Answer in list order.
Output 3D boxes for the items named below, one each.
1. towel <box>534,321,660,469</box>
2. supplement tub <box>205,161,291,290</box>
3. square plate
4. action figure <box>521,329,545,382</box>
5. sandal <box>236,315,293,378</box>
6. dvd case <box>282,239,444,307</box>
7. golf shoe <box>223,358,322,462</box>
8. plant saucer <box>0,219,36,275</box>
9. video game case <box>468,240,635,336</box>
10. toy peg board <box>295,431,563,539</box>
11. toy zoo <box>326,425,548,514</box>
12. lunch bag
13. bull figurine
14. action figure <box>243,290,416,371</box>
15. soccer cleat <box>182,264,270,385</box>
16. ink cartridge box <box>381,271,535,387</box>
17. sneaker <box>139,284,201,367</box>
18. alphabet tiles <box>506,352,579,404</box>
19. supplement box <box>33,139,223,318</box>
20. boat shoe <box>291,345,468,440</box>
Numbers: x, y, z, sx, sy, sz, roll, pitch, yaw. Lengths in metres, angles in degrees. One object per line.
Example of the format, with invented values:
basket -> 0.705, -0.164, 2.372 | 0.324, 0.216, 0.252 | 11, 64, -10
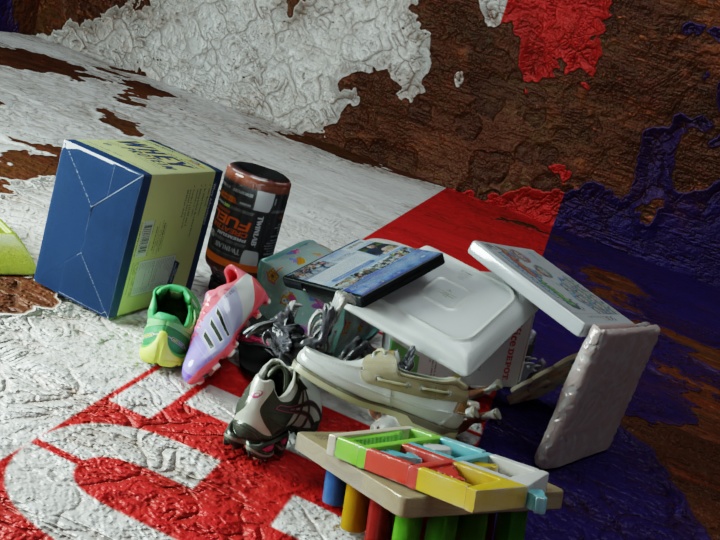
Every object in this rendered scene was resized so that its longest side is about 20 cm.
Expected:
towel -> 0.318, 0.162, 1.151 | 0.032, 0.204, 0.189 | 30, 19, 37
supplement tub -> -0.179, -0.057, 1.329 | 0.105, 0.204, 0.107 | 15, 15, -4
square plate -> 0.109, 0.038, 1.124 | 0.198, 0.029, 0.197 | 28, 40, 27
action figure -> 0.192, 0.133, 1.352 | 0.196, 0.070, 0.131 | 6, 37, -24
sandal -> -0.134, 0.090, 1.142 | 0.074, 0.046, 0.200 | -9, 23, -21
dvd case -> 0.000, 0.000, 1.156 | 0.141, 0.018, 0.199 | -27, 22, -29
golf shoe -> -0.083, 0.143, 0.975 | 0.076, 0.090, 0.200 | 19, 13, 11
plant saucer -> -0.566, -0.056, 1.174 | 0.198, 0.049, 0.198 | 2, 22, -46
video game case -> 0.265, 0.025, 1.186 | 0.199, 0.024, 0.180 | 41, 21, 33
toy peg board -> 0.058, 0.236, 0.854 | 0.197, 0.100, 0.198 | 8, 2, -33
toy zoo -> 0.082, 0.182, 0.789 | 0.197, 0.021, 0.130 | 11, 3, 41
lunch bag -> -0.047, 0.035, 1.321 | 0.168, 0.124, 0.199 | 24, 22, 22
bull figurine -> 0.096, 0.173, 1.050 | 0.120, 0.066, 0.199 | -22, -13, 28
action figure -> -0.038, 0.079, 1.044 | 0.197, 0.104, 0.119 | 22, -11, -14
soccer cleat -> -0.180, 0.066, 1.075 | 0.076, 0.067, 0.201 | 44, 36, -8
ink cartridge box -> 0.135, 0.081, 1.226 | 0.195, 0.147, 0.085 | 3, 31, -6
sneaker -> -0.233, 0.056, 1.104 | 0.073, 0.085, 0.200 | 14, 15, -10
alphabet tiles -> 0.311, 0.146, 1.262 | 0.194, 0.199, 0.015 | 0, 60, -51
supplement box -> -0.319, -0.066, 1.199 | 0.132, 0.204, 0.199 | 23, 15, 17
boat shoe -> 0.024, 0.120, 0.947 | 0.197, 0.070, 0.075 | 23, 2, -1
